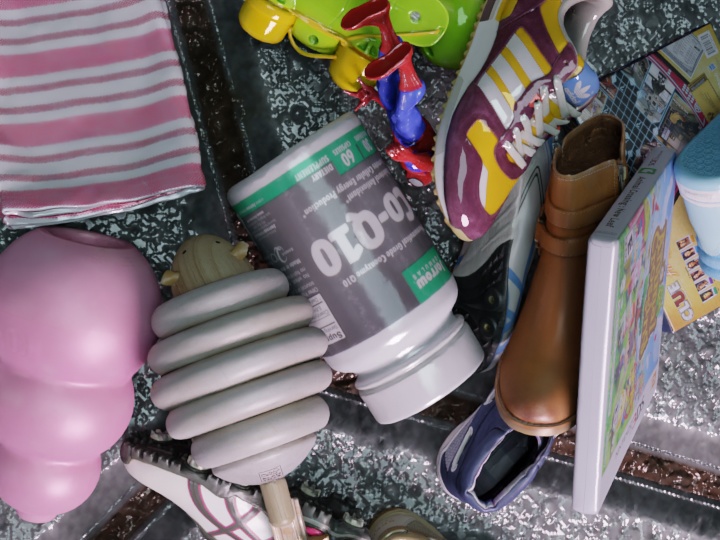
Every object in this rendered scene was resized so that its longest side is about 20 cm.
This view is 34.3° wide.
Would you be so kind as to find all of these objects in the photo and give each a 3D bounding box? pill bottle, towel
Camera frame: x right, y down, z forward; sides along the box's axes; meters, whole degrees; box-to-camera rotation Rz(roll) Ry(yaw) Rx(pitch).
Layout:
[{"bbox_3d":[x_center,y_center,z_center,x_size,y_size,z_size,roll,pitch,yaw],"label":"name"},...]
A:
[{"bbox_3d":[0.000,0.000,0.840,0.112,0.113,0.202,-33,96,-7],"label":"pill bottle"},{"bbox_3d":[-0.197,-0.135,0.819,0.144,0.030,0.203,-12,74,-11],"label":"towel"}]

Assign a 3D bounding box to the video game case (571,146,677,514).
[{"bbox_3d":[0.187,0.037,0.817,0.022,0.182,0.203,9,117,24],"label":"video game case"}]

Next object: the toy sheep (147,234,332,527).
[{"bbox_3d":[-0.079,0.071,0.782,0.136,0.138,0.203,-22,85,-8],"label":"toy sheep"}]

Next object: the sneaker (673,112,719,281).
[{"bbox_3d":[0.311,-0.066,0.880,0.199,0.079,0.132,-35,124,-26],"label":"sneaker"}]

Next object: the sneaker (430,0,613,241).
[{"bbox_3d":[0.114,-0.115,0.802,0.089,0.075,0.203,8,75,31],"label":"sneaker"}]

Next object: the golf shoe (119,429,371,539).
[{"bbox_3d":[-0.092,0.183,0.851,0.198,0.077,0.089,26,96,-7],"label":"golf shoe"}]

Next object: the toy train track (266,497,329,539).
[{"bbox_3d":[-0.084,0.224,0.823,0.197,0.033,0.116,-10,116,7],"label":"toy train track"}]

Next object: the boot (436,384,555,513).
[{"bbox_3d":[0.139,0.098,0.875,0.073,0.090,0.201,39,84,-7],"label":"boot"}]

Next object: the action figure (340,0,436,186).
[{"bbox_3d":[0.028,-0.108,0.811,0.051,0.200,0.066,-31,64,2],"label":"action figure"}]

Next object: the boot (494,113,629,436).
[{"bbox_3d":[0.141,0.000,0.807,0.073,0.201,0.156,11,133,15],"label":"boot"}]

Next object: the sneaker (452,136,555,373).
[{"bbox_3d":[0.111,-0.020,0.884,0.072,0.071,0.204,4,100,-41],"label":"sneaker"}]

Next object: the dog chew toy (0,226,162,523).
[{"bbox_3d":[-0.209,0.075,0.809,0.122,0.125,0.203,12,97,-9],"label":"dog chew toy"}]

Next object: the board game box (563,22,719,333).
[{"bbox_3d":[0.254,-0.072,0.918,0.134,0.035,0.202,-26,95,-8],"label":"board game box"}]

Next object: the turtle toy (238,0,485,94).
[{"bbox_3d":[0.012,-0.209,0.842,0.198,0.101,0.147,29,113,-8],"label":"turtle toy"}]

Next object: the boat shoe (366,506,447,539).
[{"bbox_3d":[0.090,0.253,0.885,0.200,0.063,0.074,39,86,-8],"label":"boat shoe"}]
